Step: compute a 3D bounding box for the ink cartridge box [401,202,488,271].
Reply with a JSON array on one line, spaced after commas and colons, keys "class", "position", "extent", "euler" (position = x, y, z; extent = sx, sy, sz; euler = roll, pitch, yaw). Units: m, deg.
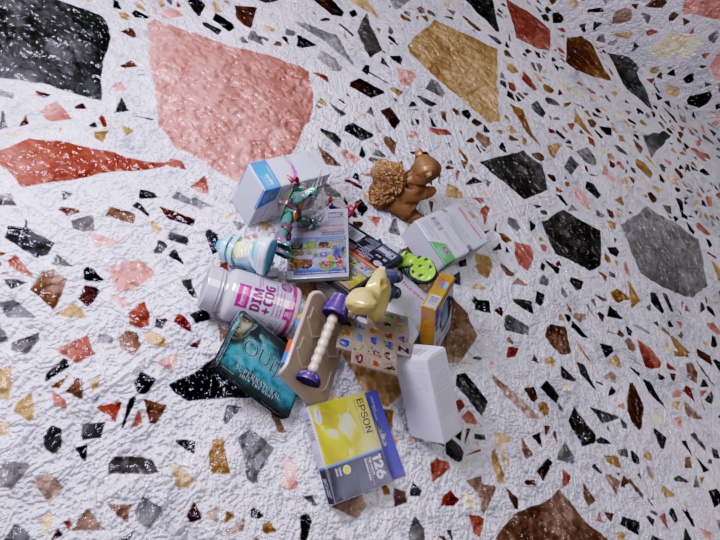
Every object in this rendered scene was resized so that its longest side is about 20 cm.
[{"class": "ink cartridge box", "position": [0.236, -0.088, 1.670], "extent": [0.200, 0.084, 0.146], "euler": [-24, 75, -38]}]

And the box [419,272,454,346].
[{"class": "box", "position": [0.182, 0.118, 1.442], "extent": [0.041, 0.200, 0.119], "euler": [17, 47, 23]}]

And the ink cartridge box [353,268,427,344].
[{"class": "ink cartridge box", "position": [0.074, 0.113, 1.448], "extent": [0.145, 0.088, 0.200], "euler": [40, 51, -2]}]

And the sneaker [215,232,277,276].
[{"class": "sneaker", "position": [-0.252, -0.043, 1.301], "extent": [0.130, 0.200, 0.080], "euler": [24, 71, -5]}]

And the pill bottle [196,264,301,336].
[{"class": "pill bottle", "position": [-0.236, 0.063, 1.282], "extent": [0.200, 0.113, 0.114], "euler": [18, 54, -19]}]

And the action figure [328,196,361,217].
[{"class": "action figure", "position": [-0.078, -0.141, 1.515], "extent": [0.065, 0.099, 0.200], "euler": [46, 46, 14]}]

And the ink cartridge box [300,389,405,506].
[{"class": "ink cartridge box", "position": [-0.006, 0.361, 1.263], "extent": [0.200, 0.047, 0.198], "euler": [-10, 72, -32]}]

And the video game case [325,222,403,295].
[{"class": "video game case", "position": [-0.031, -0.032, 1.446], "extent": [0.181, 0.026, 0.200], "euler": [-32, 52, -32]}]

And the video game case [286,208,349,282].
[{"class": "video game case", "position": [-0.099, -0.061, 1.415], "extent": [0.143, 0.018, 0.200], "euler": [-3, 55, 2]}]

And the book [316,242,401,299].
[{"class": "book", "position": [0.000, 0.000, 1.462], "extent": [0.133, 0.048, 0.200], "euler": [13, 42, 22]}]

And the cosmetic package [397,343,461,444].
[{"class": "cosmetic package", "position": [0.148, 0.270, 1.328], "extent": [0.074, 0.102, 0.200], "euler": [-24, 106, -41]}]

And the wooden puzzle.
[{"class": "wooden puzzle", "position": [-0.101, 0.171, 1.277], "extent": [0.185, 0.046, 0.200], "euler": [58, 44, -45]}]

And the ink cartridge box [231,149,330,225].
[{"class": "ink cartridge box", "position": [-0.189, -0.202, 1.455], "extent": [0.200, 0.145, 0.085], "euler": [-23, 72, -38]}]

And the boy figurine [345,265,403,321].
[{"class": "boy figurine", "position": [0.033, 0.057, 1.302], "extent": [0.064, 0.125, 0.200], "euler": [12, 19, 23]}]

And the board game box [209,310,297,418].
[{"class": "board game box", "position": [-0.198, 0.192, 1.225], "extent": [0.200, 0.028, 0.135], "euler": [44, 48, -30]}]

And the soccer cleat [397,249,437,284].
[{"class": "soccer cleat", "position": [0.145, 0.004, 1.501], "extent": [0.067, 0.200, 0.081], "euler": [-39, 114, -6]}]

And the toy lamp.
[{"class": "toy lamp", "position": [-0.073, 0.136, 1.223], "extent": [0.058, 0.058, 0.200], "euler": [29, 61, -11]}]

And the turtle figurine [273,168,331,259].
[{"class": "turtle figurine", "position": [-0.142, -0.131, 1.367], "extent": [0.100, 0.150, 0.200], "euler": [19, 72, 13]}]

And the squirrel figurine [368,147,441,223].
[{"class": "squirrel figurine", "position": [0.122, -0.238, 1.632], "extent": [0.200, 0.187, 0.142], "euler": [2, 60, -29]}]

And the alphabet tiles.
[{"class": "alphabet tiles", "position": [0.030, 0.143, 1.296], "extent": [0.167, 0.008, 0.200], "euler": [17, 34, -11]}]
